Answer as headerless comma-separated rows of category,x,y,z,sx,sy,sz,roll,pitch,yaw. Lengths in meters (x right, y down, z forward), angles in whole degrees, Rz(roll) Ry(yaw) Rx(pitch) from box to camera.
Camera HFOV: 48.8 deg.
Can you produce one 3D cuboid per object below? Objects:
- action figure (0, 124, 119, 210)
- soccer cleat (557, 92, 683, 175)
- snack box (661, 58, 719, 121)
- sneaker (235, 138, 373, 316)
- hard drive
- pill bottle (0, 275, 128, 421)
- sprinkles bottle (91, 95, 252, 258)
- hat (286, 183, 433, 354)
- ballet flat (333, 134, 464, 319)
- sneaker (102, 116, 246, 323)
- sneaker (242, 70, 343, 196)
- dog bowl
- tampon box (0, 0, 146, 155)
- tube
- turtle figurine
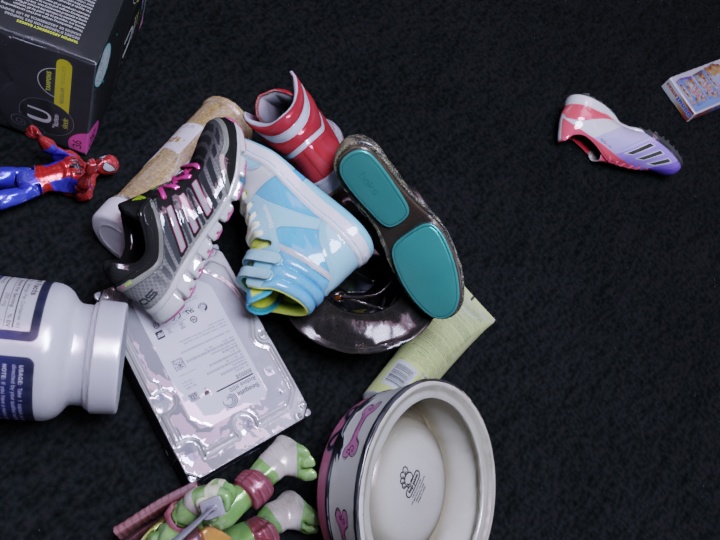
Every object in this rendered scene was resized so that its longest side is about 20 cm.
action figure,-0.322,-0.093,0.751,0.197,0.099,0.066,-19,74,-32
soccer cleat,0.363,-0.172,1.116,0.197,0.068,0.074,26,81,-14
snack box,0.572,-0.300,1.286,0.198,0.024,0.073,-23,77,-31
sneaker,-0.098,-0.037,0.772,0.199,0.080,0.131,36,72,16
hard drive,-0.153,0.087,0.767,0.138,0.038,0.202,-23,77,-31
pill bottle,-0.298,0.063,0.657,0.196,0.116,0.118,8,62,-13
sprinkles bottle,-0.190,-0.097,0.824,0.068,0.068,0.201,35,56,-3
hat,0.000,0.000,0.844,0.196,0.081,0.204,0,68,0
ballet flat,0.043,-0.049,0.773,0.201,0.067,0.076,55,18,-16
sneaker,-0.172,-0.058,0.726,0.087,0.073,0.203,28,81,-33
sneaker,-0.072,-0.157,0.835,0.071,0.200,0.113,-41,117,3
dog bowl,0.041,0.202,0.729,0.198,0.073,0.205,5,83,-46
tampon box,-0.301,-0.255,0.806,0.124,0.150,0.203,18,59,-13
tube,0.077,0.087,0.864,0.051,0.059,0.200,11,43,35
turtle figurine,-0.099,0.234,0.643,0.193,0.199,0.146,-29,93,-41
